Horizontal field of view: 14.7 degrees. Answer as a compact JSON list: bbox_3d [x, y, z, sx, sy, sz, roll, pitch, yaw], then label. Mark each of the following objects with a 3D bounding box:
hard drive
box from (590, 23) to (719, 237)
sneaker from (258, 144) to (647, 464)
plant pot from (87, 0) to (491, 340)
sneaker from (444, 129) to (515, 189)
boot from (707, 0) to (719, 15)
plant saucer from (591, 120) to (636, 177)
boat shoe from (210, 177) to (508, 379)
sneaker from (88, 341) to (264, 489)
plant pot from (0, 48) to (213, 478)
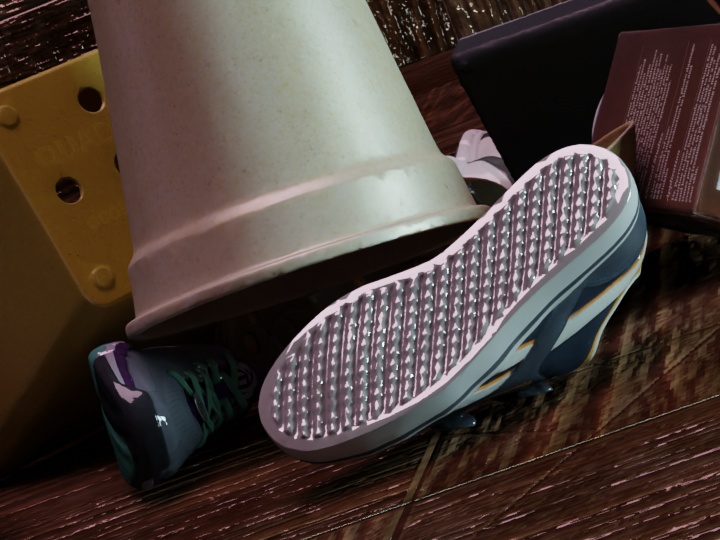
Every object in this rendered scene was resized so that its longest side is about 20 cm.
[{"bbox_3d":[0.167,-0.097,1.580,0.199,0.140,0.033,-17,26,29],"label":"hard drive"},{"bbox_3d":[0.181,-0.069,1.433,0.075,0.101,0.200,14,1,-14],"label":"box"},{"bbox_3d":[0.050,0.031,1.264,0.200,0.078,0.079,-35,-35,-3],"label":"sneaker"},{"bbox_3d":[-0.053,-0.081,1.444,0.200,0.184,0.200,-18,-3,-1],"label":"plant pot"},{"bbox_3d":[0.093,-0.046,1.745,0.080,0.074,0.200,-2,11,10],"label":"sneaker"},{"bbox_3d":[0.247,-0.148,1.448,0.068,0.189,0.200,-38,-17,33],"label":"boot"},{"bbox_3d":[0.070,-0.001,1.415,0.200,0.035,0.200,-38,2,2],"label":"plant saucer"},{"bbox_3d":[0.000,0.001,1.614,0.200,0.072,0.068,-27,11,-20],"label":"boat shoe"},{"bbox_3d":[-0.092,0.061,1.451,0.087,0.075,0.200,-17,6,-6],"label":"sneaker"},{"bbox_3d":[-0.164,-0.025,1.604,0.200,0.200,0.176,-27,-8,-34],"label":"plant pot"}]
